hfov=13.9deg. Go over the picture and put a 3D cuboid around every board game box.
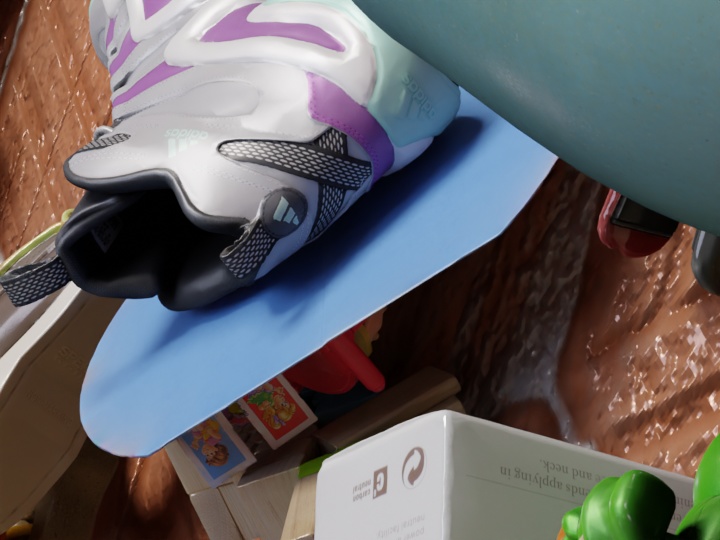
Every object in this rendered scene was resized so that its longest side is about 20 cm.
[{"bbox_3d":[0.000,0.000,0.952,0.200,0.039,0.158,-32,22,16],"label":"board game box"}]

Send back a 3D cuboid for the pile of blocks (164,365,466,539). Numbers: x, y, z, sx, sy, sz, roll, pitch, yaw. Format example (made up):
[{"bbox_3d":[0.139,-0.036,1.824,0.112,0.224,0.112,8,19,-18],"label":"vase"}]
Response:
[{"bbox_3d":[-0.001,0.074,0.954,0.062,0.082,0.200,65,168,-17],"label":"pile of blocks"}]

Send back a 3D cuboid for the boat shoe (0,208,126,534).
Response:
[{"bbox_3d":[-0.098,0.010,1.063,0.200,0.072,0.060,-47,50,-3],"label":"boat shoe"}]

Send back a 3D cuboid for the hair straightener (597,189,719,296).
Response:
[{"bbox_3d":[0.137,-0.084,0.814,0.077,0.041,0.200,28,95,39],"label":"hair straightener"}]

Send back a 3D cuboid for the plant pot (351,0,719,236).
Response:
[{"bbox_3d":[0.103,-0.095,0.666,0.201,0.200,0.161,-63,36,19],"label":"plant pot"}]

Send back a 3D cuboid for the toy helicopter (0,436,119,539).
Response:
[{"bbox_3d":[-0.121,0.074,1.155,0.132,0.079,0.200,-35,35,60],"label":"toy helicopter"}]

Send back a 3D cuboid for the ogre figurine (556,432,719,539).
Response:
[{"bbox_3d":[0.107,0.075,0.706,0.120,0.098,0.200,-46,33,50],"label":"ogre figurine"}]

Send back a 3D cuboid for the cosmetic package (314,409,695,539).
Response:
[{"bbox_3d":[0.041,0.148,0.787,0.074,0.101,0.200,-29,51,53],"label":"cosmetic package"}]

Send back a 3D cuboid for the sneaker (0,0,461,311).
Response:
[{"bbox_3d":[-0.071,-0.040,0.973,0.140,0.078,0.200,-46,26,-16],"label":"sneaker"}]
